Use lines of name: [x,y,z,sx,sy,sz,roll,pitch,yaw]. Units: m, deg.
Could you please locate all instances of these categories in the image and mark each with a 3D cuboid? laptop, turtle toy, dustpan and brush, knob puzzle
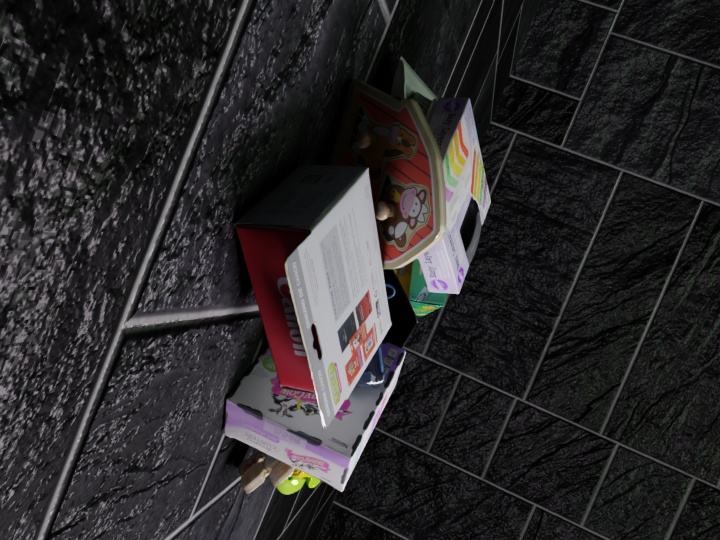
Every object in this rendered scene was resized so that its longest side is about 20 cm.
laptop: [0.064,0.009,0.880,0.200,0.103,0.177,-56,173,-29]
turtle toy: [-0.096,0.333,1.115,0.146,0.101,0.201,22,93,-56]
dustpan and brush: [0.077,-0.163,0.800,0.139,0.057,0.201,20,85,-59]
knob puzzle: [0.018,-0.089,0.644,0.030,0.220,0.220,-5,125,-38]

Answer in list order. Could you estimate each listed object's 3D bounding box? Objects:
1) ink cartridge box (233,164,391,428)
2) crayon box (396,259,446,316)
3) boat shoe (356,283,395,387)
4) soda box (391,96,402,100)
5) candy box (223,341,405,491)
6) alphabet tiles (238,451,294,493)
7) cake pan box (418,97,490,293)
ink cartridge box: [-0.047,0.022,0.592,0.176,0.084,0.201,-54,142,-49]
crayon box: [0.100,-0.036,0.939,0.119,0.058,0.201,127,-29,-75]
boat shoe: [0.005,0.063,0.786,0.084,0.068,0.201,115,-18,-60]
soda box: [0.019,-0.110,0.737,0.071,0.063,0.201,-36,131,-71]
candy box: [-0.054,0.156,0.776,0.200,0.167,0.072,-55,163,-51]
alphabet tiles: [-0.092,0.238,0.865,0.200,0.015,0.196,-37,-171,-11]
cake pan box: [0.118,-0.095,0.797,0.185,0.052,0.200,-62,146,-33]
